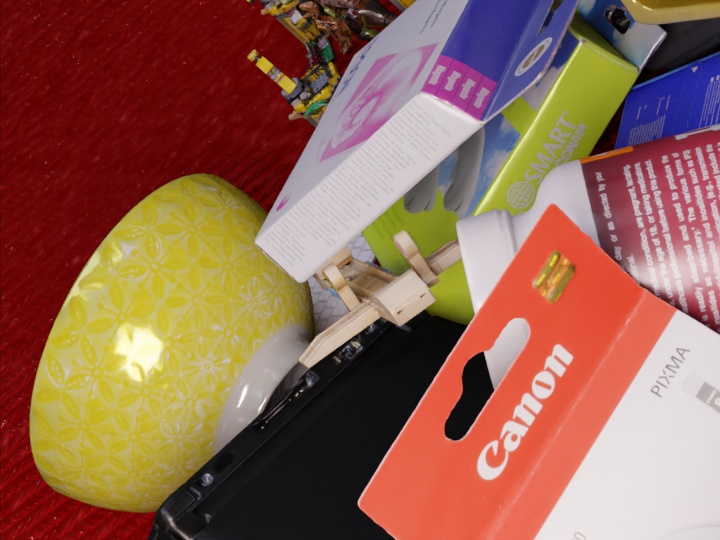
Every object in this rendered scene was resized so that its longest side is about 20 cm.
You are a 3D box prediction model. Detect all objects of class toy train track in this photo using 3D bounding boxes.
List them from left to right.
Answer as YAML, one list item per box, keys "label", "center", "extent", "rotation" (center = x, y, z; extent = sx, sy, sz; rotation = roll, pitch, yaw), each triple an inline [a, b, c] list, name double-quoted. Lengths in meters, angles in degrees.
- label: "toy train track"
  center: [0.000, 0.000, 1.526]
  extent: [0.115, 0.033, 0.200]
  rotation: [-36, 11, -7]

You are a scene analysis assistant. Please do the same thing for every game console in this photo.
- label: "game console"
  center: [-0.007, 0.115, 1.480]
  extent: [0.200, 0.116, 0.176]
  rotation: [-41, -14, -34]

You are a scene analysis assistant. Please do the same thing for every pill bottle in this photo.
- label: "pill bottle"
  center: [0.150, -0.006, 1.319]
  extent: [0.199, 0.113, 0.113]
  rotation: [-14, 37, 4]

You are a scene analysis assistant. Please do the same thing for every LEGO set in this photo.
- label: "LEGO set"
  center: [-0.021, -0.189, 1.825]
  extent: [0.154, 0.116, 0.200]
  rotation: [-36, 32, 22]

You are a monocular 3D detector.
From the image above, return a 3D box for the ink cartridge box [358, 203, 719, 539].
- label: "ink cartridge box"
  center: [0.114, 0.092, 1.236]
  extent: [0.160, 0.200, 0.047]
  rotation: [-56, 31, -12]

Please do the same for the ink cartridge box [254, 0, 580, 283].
- label: "ink cartridge box"
  center: [0.042, -0.109, 1.521]
  extent: [0.200, 0.043, 0.197]
  rotation: [-41, 13, 36]

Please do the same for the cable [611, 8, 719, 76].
- label: "cable"
  center: [0.217, -0.189, 1.584]
  extent: [0.200, 0.051, 0.163]
  rotation: [-34, 27, 35]

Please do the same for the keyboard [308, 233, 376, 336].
- label: "keyboard"
  center: [-0.004, -0.020, 1.717]
  extent: [0.056, 0.011, 0.200]
  rotation: [-8, 49, 49]

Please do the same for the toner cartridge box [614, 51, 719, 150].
- label: "toner cartridge box"
  center: [0.167, -0.021, 1.456]
  extent: [0.095, 0.043, 0.200]
  rotation: [-20, 41, 40]

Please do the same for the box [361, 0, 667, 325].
- label: "box"
  center: [0.081, -0.073, 1.580]
  extent: [0.200, 0.048, 0.122]
  rotation: [-58, 24, 13]

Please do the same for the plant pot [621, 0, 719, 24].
- label: "plant pot"
  center: [0.217, -0.264, 1.433]
  extent: [0.194, 0.196, 0.200]
  rotation: [0, 37, 50]

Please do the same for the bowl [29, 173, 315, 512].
- label: "bowl"
  center: [-0.081, 0.058, 1.597]
  extent: [0.107, 0.200, 0.200]
  rotation: [26, 74, 23]
